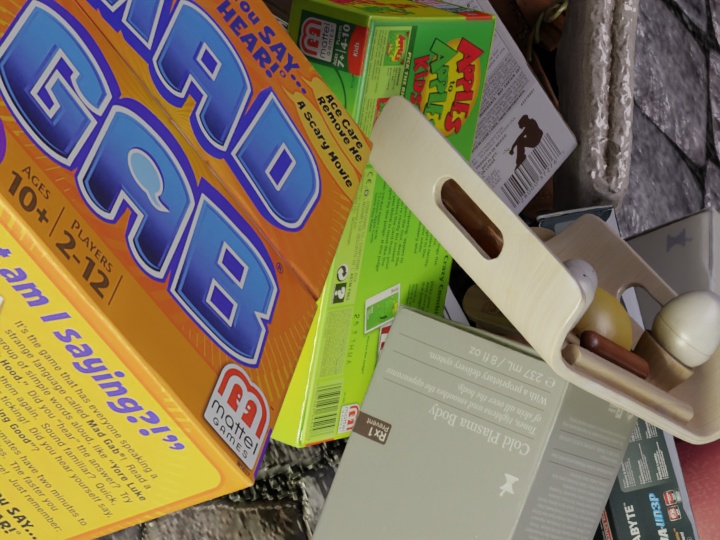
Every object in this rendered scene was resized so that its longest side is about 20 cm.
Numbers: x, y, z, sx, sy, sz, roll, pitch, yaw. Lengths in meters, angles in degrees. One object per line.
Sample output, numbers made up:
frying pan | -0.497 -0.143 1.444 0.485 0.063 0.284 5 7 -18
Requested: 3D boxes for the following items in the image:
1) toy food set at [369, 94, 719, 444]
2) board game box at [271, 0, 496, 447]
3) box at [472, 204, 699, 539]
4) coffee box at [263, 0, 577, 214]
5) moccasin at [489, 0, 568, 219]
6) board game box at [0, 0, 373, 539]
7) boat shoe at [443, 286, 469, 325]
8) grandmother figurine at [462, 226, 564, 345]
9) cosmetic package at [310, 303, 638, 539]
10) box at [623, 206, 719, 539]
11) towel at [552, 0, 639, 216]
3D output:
toy food set | 0.099 -0.004 1.160 0.144 0.060 0.200 49 12 33
board game box | 0.000 -0.025 1.192 0.101 0.047 0.201 -8 112 -53
box | 0.121 0.080 1.387 0.046 0.159 0.201 -11 80 -13
coffee box | 0.018 -0.113 1.317 0.080 0.113 0.200 -49 141 -7
moccasin | 0.114 -0.133 1.558 0.073 0.077 0.203 17 59 -48
board game box | -0.148 -0.026 0.991 0.200 0.199 0.200 51 36 -27
boat shoe | 0.000 0.000 1.320 0.201 0.070 0.064 58 33 -21
grandmother figurine | 0.079 0.077 1.333 0.201 0.060 0.122 87 25 -47
cosmetic package | 0.041 0.130 1.189 0.090 0.106 0.201 26 83 -56
box | 0.221 0.077 1.571 0.200 0.109 0.128 40 43 -37
towel | 0.131 -0.111 1.436 0.133 0.034 0.201 97 -3 -71
